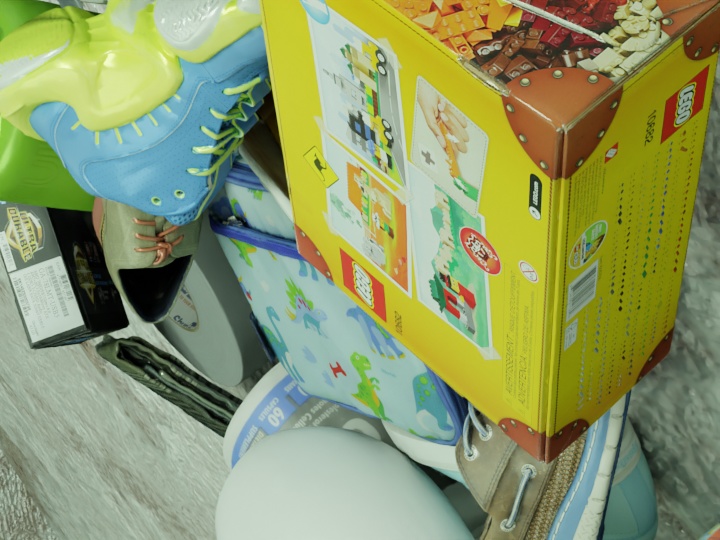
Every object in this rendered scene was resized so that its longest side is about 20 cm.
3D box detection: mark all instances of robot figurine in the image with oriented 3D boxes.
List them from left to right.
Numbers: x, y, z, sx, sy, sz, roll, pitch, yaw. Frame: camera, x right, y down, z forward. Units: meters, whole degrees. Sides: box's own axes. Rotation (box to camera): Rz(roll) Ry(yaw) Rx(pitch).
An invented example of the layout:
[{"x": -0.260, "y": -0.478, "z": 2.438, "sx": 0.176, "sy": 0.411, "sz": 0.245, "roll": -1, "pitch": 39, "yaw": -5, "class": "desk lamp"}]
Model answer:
[{"x": -0.165, "y": -0.094, "z": 0.931, "sx": 0.175, "sy": 0.199, "sz": 0.117, "roll": -6, "pitch": 81, "yaw": 51, "class": "robot figurine"}]

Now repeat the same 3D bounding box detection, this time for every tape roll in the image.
[{"x": -0.120, "y": -0.019, "z": 1.106, "sx": 0.200, "sy": 0.066, "sz": 0.201, "roll": 44, "pitch": 159, "yaw": 22, "class": "tape roll"}]

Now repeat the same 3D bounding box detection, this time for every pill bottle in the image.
[{"x": 0.015, "y": 0.149, "z": 1.012, "sx": 0.200, "sy": 0.114, "sz": 0.114, "roll": 42, "pitch": 157, "yaw": 27, "class": "pill bottle"}]

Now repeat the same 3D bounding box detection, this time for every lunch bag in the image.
[{"x": 0.000, "y": 0.000, "z": 0.858, "sx": 0.200, "sy": 0.082, "sz": 0.162, "roll": 18, "pitch": 136, "yaw": 55, "class": "lunch bag"}]

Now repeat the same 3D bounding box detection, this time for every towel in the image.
[{"x": -0.115, "y": 0.102, "z": 1.234, "sx": 0.192, "sy": 0.035, "sz": 0.200, "roll": 35, "pitch": 171, "yaw": -11, "class": "towel"}]

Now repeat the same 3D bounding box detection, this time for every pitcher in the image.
[{"x": -0.002, "y": 0.186, "z": 0.863, "sx": 0.199, "sy": 0.172, "sz": 0.121, "roll": 28, "pitch": 166, "yaw": 39, "class": "pitcher"}]

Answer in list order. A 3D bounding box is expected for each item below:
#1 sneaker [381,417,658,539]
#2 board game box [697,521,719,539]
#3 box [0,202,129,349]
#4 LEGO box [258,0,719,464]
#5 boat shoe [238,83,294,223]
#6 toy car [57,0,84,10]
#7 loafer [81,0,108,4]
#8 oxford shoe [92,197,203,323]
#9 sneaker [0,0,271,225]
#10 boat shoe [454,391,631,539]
[{"x": 0.082, "y": 0.108, "z": 0.860, "sx": 0.200, "sy": 0.074, "sz": 0.082, "roll": 17, "pitch": 136, "yaw": 59, "class": "sneaker"}, {"x": 0.166, "y": 0.207, "z": 0.794, "sx": 0.105, "sy": 0.103, "sz": 0.200, "roll": 49, "pitch": 159, "yaw": 14, "class": "board game box"}, {"x": -0.231, "y": -0.045, "z": 1.161, "sx": 0.200, "sy": 0.049, "sz": 0.200, "roll": 79, "pitch": 174, "yaw": -88, "class": "box"}, {"x": 0.041, "y": -0.045, "z": 0.574, "sx": 0.149, "sy": 0.077, "sz": 0.201, "roll": 41, "pitch": 156, "yaw": 28, "class": "LEGO box"}, {"x": -0.042, "y": -0.089, "z": 0.749, "sx": 0.070, "sy": 0.071, "sz": 0.201, "roll": 19, "pitch": -142, "yaw": -55, "class": "boat shoe"}, {"x": -0.149, "y": -0.202, "z": 0.730, "sx": 0.201, "sy": 0.157, "sz": 0.164, "roll": 60, "pitch": 149, "yaw": -6, "class": "toy car"}, {"x": -0.153, "y": -0.190, "z": 0.900, "sx": 0.199, "sy": 0.070, "sz": 0.070, "roll": 17, "pitch": 111, "yaw": 40, "class": "loafer"}, {"x": -0.106, "y": -0.044, "z": 0.847, "sx": 0.200, "sy": 0.070, "sz": 0.075, "roll": 99, "pitch": 156, "yaw": -59, "class": "oxford shoe"}, {"x": -0.064, "y": -0.081, "z": 0.685, "sx": 0.199, "sy": 0.076, "sz": 0.105, "roll": -9, "pitch": 126, "yaw": 36, "class": "sneaker"}, {"x": 0.080, "y": 0.083, "z": 0.721, "sx": 0.072, "sy": 0.072, "sz": 0.201, "roll": 11, "pitch": 111, "yaw": 11, "class": "boat shoe"}]
